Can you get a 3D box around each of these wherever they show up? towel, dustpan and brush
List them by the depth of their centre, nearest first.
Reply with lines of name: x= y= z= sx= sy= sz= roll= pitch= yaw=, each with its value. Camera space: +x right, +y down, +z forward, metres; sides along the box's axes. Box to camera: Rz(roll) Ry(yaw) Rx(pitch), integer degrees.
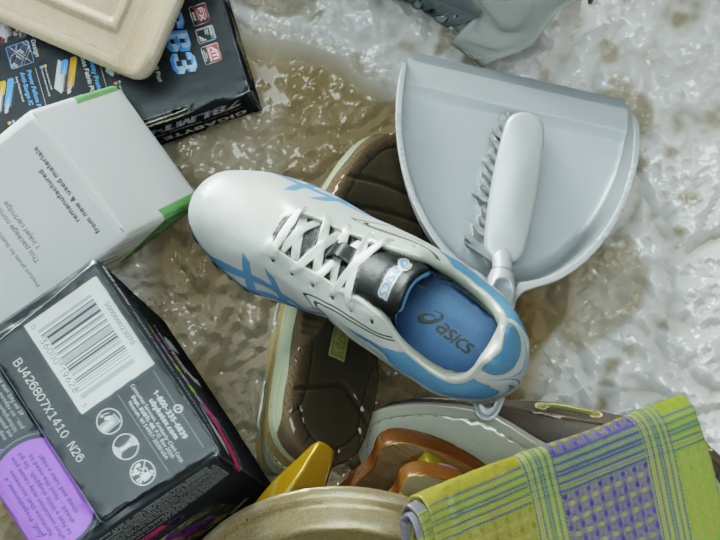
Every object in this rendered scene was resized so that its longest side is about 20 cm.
towel: x=0.106 y=0.153 z=1.334 sx=0.199 sy=0.023 sz=0.144 roll=-19 pitch=100 yaw=-35
dustpan and brush: x=0.077 y=-0.015 z=1.442 sx=0.139 sy=0.057 sz=0.201 roll=12 pitch=79 yaw=-10

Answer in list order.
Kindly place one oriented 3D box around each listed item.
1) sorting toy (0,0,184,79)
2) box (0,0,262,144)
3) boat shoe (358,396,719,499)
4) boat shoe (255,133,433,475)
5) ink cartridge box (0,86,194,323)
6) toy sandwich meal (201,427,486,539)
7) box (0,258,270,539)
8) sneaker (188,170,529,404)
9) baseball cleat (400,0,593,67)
sorting toy: x=-0.163 y=-0.223 z=1.481 sx=0.199 sy=0.036 sz=0.186 roll=24 pitch=93 yaw=15
box: x=-0.178 y=-0.155 z=1.520 sx=0.198 sy=0.050 sz=0.201 roll=-18 pitch=79 yaw=2
boat shoe: x=0.099 y=0.103 z=1.440 sx=0.199 sy=0.060 sz=0.072 roll=10 pitch=114 yaw=10
boat shoe: x=-0.020 y=0.018 z=1.462 sx=0.072 sy=0.076 sz=0.201 roll=31 pitch=61 yaw=-20
ink cartridge box: x=-0.200 y=-0.001 z=1.419 sx=0.200 sy=0.145 sz=0.084 roll=-37 pitch=90 yaw=15
toy sandwich meal: x=0.000 y=0.169 z=1.410 sx=0.204 sy=0.070 sz=0.206 roll=2 pitch=125 yaw=3
box: x=-0.129 y=0.086 z=1.394 sx=0.106 sy=0.200 sz=0.122 roll=-34 pitch=79 yaw=-1
sneaker: x=0.000 y=0.000 z=1.382 sx=0.199 sy=0.073 sz=0.072 roll=29 pitch=71 yaw=12
baseball cleat: x=0.031 y=-0.161 z=1.489 sx=0.199 sy=0.070 sz=0.107 roll=-2 pitch=113 yaw=25
